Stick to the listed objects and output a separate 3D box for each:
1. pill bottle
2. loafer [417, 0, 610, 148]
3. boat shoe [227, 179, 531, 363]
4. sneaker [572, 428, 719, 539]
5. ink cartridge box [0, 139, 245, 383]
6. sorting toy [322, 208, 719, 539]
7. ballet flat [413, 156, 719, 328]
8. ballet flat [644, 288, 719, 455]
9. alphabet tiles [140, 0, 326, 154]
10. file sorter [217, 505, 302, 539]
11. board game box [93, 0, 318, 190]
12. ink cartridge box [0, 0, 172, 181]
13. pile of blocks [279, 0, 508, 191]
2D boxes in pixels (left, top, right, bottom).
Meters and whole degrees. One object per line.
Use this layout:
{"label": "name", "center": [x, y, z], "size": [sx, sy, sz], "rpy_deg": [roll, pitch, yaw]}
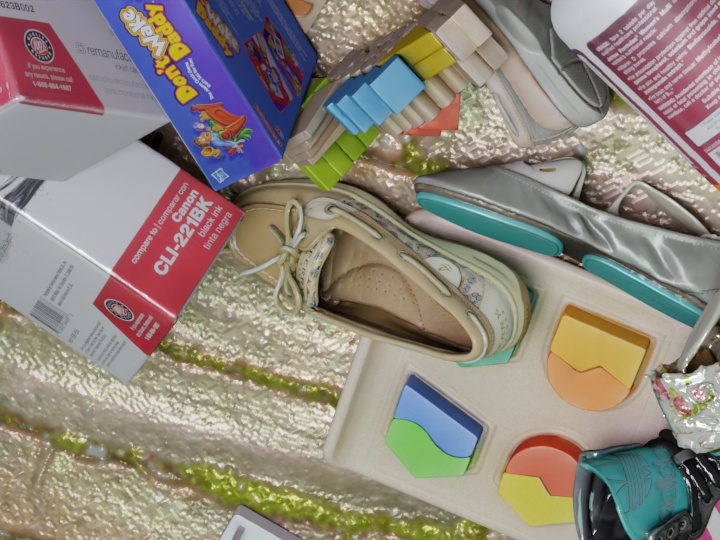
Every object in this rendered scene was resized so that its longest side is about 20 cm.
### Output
{"label": "pill bottle", "center": [0.173, -0.137, 1.460], "size": [0.200, 0.110, 0.110], "rpy_deg": [43, 116, -9]}
{"label": "loafer", "center": [0.058, -0.150, 1.505], "size": [0.063, 0.072, 0.200], "rpy_deg": [-30, 108, 30]}
{"label": "boat shoe", "center": [0.000, 0.000, 1.564], "size": [0.200, 0.063, 0.074], "rpy_deg": [18, 115, 26]}
{"label": "sneaker", "center": [0.188, 0.112, 1.562], "size": [0.084, 0.121, 0.200], "rpy_deg": [52, 125, 36]}
{"label": "ink cartridge box", "center": [-0.183, -0.038, 1.562], "size": [0.200, 0.084, 0.144], "rpy_deg": [34, 157, -4]}
{"label": "sorting toy", "center": [0.092, 0.077, 1.617], "size": [0.199, 0.036, 0.186], "rpy_deg": [20, 117, 3]}
{"label": "ballet flat", "center": [0.130, -0.029, 1.553], "size": [0.199, 0.067, 0.064], "rpy_deg": [24, 80, 0]}
{"label": "ballet flat", "center": [0.237, 0.016, 1.501], "size": [0.064, 0.076, 0.200], "rpy_deg": [45, 83, -10]}
{"label": "alphabet tiles", "center": [-0.117, -0.157, 1.574], "size": [0.166, 0.006, 0.200], "rpy_deg": [33, 117, -3]}
{"label": "file sorter", "center": [-0.033, 0.274, 1.686], "size": [0.200, 0.125, 0.139], "rpy_deg": [30, 117, -3]}
{"label": "board game box", "center": [-0.100, -0.161, 1.479], "size": [0.045, 0.135, 0.200], "rpy_deg": [-24, 112, 20]}
{"label": "ink cartridge box", "center": [-0.198, -0.158, 1.434], "size": [0.083, 0.145, 0.201], "rpy_deg": [-27, 76, 26]}
{"label": "pile of blocks", "center": [0.010, -0.084, 1.503], "size": [0.062, 0.082, 0.200], "rpy_deg": [45, 142, -17]}
